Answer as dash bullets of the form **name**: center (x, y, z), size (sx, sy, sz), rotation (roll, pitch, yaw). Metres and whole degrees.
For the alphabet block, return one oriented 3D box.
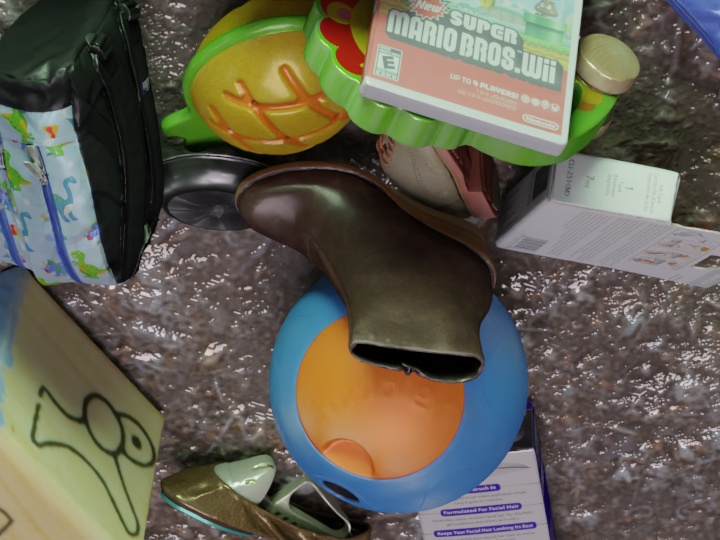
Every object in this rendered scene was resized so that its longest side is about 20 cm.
- **alphabet block**: center (-0.300, 0.153, 1.843), size (0.196, 0.195, 0.200), rotation (-24, 123, 23)

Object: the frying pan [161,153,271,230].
- **frying pan**: center (-0.080, -0.047, 1.759), size (0.190, 0.031, 0.115), rotation (22, 152, -36)

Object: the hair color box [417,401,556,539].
- **hair color box**: center (0.107, 0.206, 1.948), size (0.109, 0.065, 0.200), rotation (-5, 131, 8)

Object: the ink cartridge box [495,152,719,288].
- **ink cartridge box**: center (0.203, -0.036, 1.680), size (0.173, 0.044, 0.200), rotation (10, 170, -6)

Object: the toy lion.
- **toy lion**: center (0.066, -0.139, 1.559), size (0.200, 0.192, 0.069), rotation (37, 134, 9)

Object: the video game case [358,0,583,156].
- **video game case**: center (0.081, -0.180, 1.543), size (0.143, 0.200, 0.017), rotation (16, 146, -10)

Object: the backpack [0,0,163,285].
- **backpack**: center (-0.207, -0.084, 1.647), size (0.154, 0.163, 0.200), rotation (-12, 120, 18)

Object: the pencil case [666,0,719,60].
- **pencil case**: center (0.253, -0.197, 1.594), size (0.087, 0.078, 0.200), rotation (-46, 118, 0)

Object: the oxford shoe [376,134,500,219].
- **oxford shoe**: center (0.041, -0.093, 1.678), size (0.074, 0.071, 0.200), rotation (-10, 143, 18)

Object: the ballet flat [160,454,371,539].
- **ballet flat**: center (-0.073, 0.202, 1.959), size (0.200, 0.068, 0.072), rotation (29, 105, -20)

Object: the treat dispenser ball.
- **treat dispenser ball**: center (0.029, 0.087, 1.763), size (0.201, 0.201, 0.201), rotation (1, 130, 2)

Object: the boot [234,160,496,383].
- **boot**: center (0.000, 0.000, 1.640), size (0.200, 0.166, 0.072), rotation (13, 125, -3)

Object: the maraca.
- **maraca**: center (-0.067, -0.131, 1.653), size (0.137, 0.107, 0.200), rotation (9, 152, -24)
